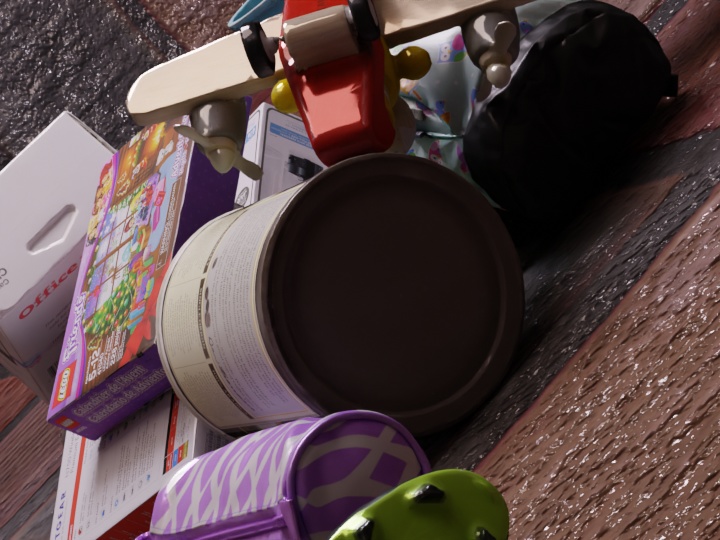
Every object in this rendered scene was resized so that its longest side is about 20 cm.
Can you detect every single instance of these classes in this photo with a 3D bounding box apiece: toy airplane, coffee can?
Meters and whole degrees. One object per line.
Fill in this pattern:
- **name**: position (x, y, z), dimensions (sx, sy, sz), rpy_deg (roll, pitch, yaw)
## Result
- **toy airplane**: position (-0.009, -0.126, 1.281), dimensions (0.200, 0.141, 0.199), rpy_deg (13, 47, 45)
- **coffee can**: position (-0.017, 0.022, 1.241), dimensions (0.146, 0.146, 0.200), rpy_deg (-47, 11, -19)

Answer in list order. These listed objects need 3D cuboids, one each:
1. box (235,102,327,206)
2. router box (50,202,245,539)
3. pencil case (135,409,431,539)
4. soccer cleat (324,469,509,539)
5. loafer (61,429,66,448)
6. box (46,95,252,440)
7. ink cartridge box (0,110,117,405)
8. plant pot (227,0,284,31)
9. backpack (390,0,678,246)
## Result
- **box**: position (-0.076, 0.000, 1.536), dimensions (0.117, 0.060, 0.200), rpy_deg (-41, 36, 46)
- **router box**: position (-0.123, 0.082, 1.423), dimensions (0.179, 0.049, 0.200), rpy_deg (-38, 37, 43)
- **pencil case**: position (-0.041, 0.119, 1.116), dimensions (0.085, 0.084, 0.200), rpy_deg (-10, -9, -29)
- **soccer cleat**: position (-0.015, 0.161, 0.931), dimensions (0.200, 0.068, 0.081), rpy_deg (-48, -1, -20)
- **loafer**: position (-0.114, 0.087, 1.603), dimensions (0.200, 0.070, 0.075), rpy_deg (-36, -26, -15)
- **box**: position (-0.132, -0.007, 1.415), dimensions (0.137, 0.039, 0.200), rpy_deg (-35, 38, 46)
- **ink cartridge box**: position (-0.217, -0.005, 1.625), dimensions (0.148, 0.086, 0.200), rpy_deg (-46, -18, -14)
- **plant pot**: position (0.028, -0.195, 1.809), dimensions (0.200, 0.188, 0.200), rpy_deg (-41, 11, 9)
- **backpack**: position (0.070, -0.113, 1.383), dimensions (0.167, 0.127, 0.200), rpy_deg (-43, 34, -25)
